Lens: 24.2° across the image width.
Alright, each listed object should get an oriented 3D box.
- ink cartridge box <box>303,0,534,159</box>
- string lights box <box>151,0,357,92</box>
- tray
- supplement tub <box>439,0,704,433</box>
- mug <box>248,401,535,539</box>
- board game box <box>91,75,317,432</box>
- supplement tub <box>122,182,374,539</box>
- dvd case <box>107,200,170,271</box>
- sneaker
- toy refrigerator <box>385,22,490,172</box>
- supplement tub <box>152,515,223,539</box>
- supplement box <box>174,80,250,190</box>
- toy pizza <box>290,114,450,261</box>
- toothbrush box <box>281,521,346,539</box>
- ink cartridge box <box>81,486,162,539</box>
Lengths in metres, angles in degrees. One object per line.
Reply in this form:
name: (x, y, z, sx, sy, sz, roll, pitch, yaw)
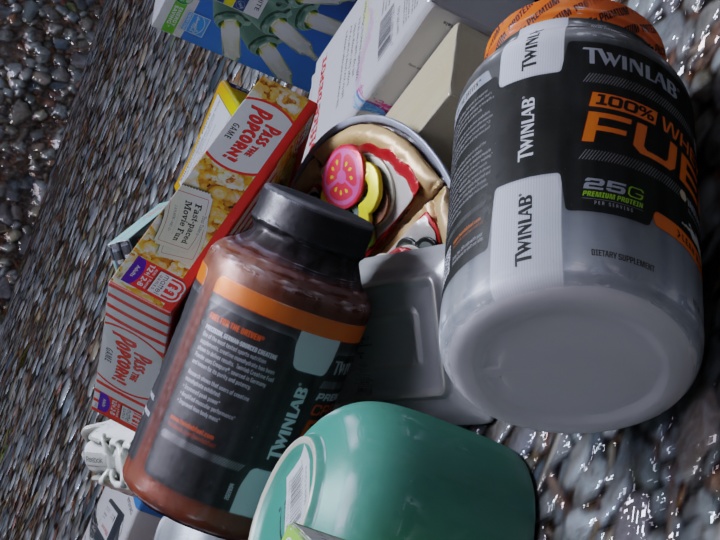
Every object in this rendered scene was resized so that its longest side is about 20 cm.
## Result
ink cartridge box: (0.039, -0.152, 1.201, 0.200, 0.084, 0.145, -52, 23, 42)
string lights box: (-0.056, -0.212, 1.361, 0.103, 0.200, 0.059, -57, 20, 35)
tray: (0.005, 0.046, 1.036, 0.200, 0.022, 0.108, -10, 85, 52)
supplement tub: (0.103, -0.032, 0.818, 0.123, 0.122, 0.200, -49, 27, 47)
mug: (0.002, 0.148, 0.921, 0.185, 0.114, 0.152, -6, 65, 70)
board game box: (-0.104, -0.009, 1.107, 0.200, 0.046, 0.152, -58, -7, -36)
supplement tub: (-0.060, 0.052, 0.999, 0.200, 0.107, 0.107, -68, 18, 7)
dvd case: (-0.138, 0.054, 1.321, 0.146, 0.022, 0.200, -60, -45, -72)
sneaker: (-0.143, 0.135, 1.155, 0.200, 0.087, 0.075, 172, 99, -72)
toy refrigerator: (0.041, -0.064, 1.131, 0.200, 0.070, 0.076, -50, 22, 41)
supplement tub: (-0.091, 0.259, 1.055, 0.123, 0.122, 0.200, -40, 34, 57)
supplement box: (-0.077, -0.072, 1.414, 0.109, 0.109, 0.200, -64, 19, 13)
toy pizza: (0.000, 0.000, 1.083, 0.200, 0.032, 0.201, 7, 99, 51)
toothbrush box: (0.004, 0.237, 0.763, 0.200, 0.145, 0.086, -69, 18, 1)
ink cartridge box: (-0.175, 0.227, 1.399, 0.200, 0.084, 0.145, -66, 17, 11)
